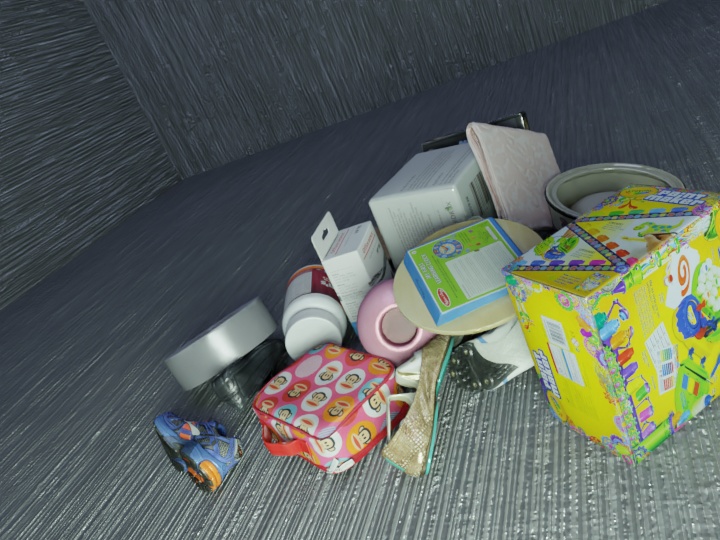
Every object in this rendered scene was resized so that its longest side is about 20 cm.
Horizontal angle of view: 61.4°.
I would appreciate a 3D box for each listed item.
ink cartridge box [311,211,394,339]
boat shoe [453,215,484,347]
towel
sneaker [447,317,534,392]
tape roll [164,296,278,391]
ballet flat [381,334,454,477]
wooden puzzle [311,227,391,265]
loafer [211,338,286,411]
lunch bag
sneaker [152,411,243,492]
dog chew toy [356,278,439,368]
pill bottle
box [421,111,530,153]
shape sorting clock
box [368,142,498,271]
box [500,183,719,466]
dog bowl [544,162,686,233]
[{"bbox_3d":[0.000,0.000,1.013,0.066,0.200,0.116,-16,24,21],"label":"ink cartridge box"},{"bbox_3d":[0.171,0.022,0.897,0.072,0.060,0.202,-9,62,59],"label":"boat shoe"},{"bbox_3d":[0.271,-0.152,1.010,0.199,0.192,0.032,-4,-18,-40],"label":"towel"},{"bbox_3d":[0.189,0.093,0.750,0.072,0.072,0.200,-7,-26,-47],"label":"sneaker"},{"bbox_3d":[-0.246,0.128,1.082,0.200,0.066,0.200,-34,5,3],"label":"tape roll"},{"bbox_3d":[0.068,0.148,0.736,0.065,0.071,0.200,13,45,7],"label":"ballet flat"},{"bbox_3d":[0.023,-0.035,1.278,0.200,0.046,0.185,-34,24,-32],"label":"wooden puzzle"},{"bbox_3d":[-0.171,0.170,0.997,0.068,0.070,0.201,-37,0,21],"label":"loafer"},{"bbox_3d":[-0.052,0.184,0.815,0.176,0.082,0.200,-38,26,-28],"label":"lunch bag"},{"bbox_3d":[-0.237,0.253,0.887,0.078,0.076,0.200,-29,29,-34],"label":"sneaker"},{"bbox_3d":[0.063,0.071,0.889,0.124,0.125,0.200,-21,-2,8],"label":"dog chew toy"},{"bbox_3d":[-0.079,0.075,1.047,0.109,0.110,0.200,-22,23,6],"label":"pill bottle"},{"bbox_3d":[0.238,-0.177,1.159,0.198,0.201,0.050,-12,14,26],"label":"box"},{"bbox_3d":[0.137,0.004,0.765,0.199,0.039,0.200,-13,39,11],"label":"shape sorting clock"},{"bbox_3d":[0.156,-0.092,1.060,0.171,0.201,0.199,-4,31,37],"label":"box"},{"bbox_3d":[0.280,0.047,0.623,0.192,0.201,0.122,-31,23,-16],"label":"box"},{"bbox_3d":[0.387,-0.093,0.936,0.199,0.074,0.200,-8,31,5],"label":"dog bowl"}]
